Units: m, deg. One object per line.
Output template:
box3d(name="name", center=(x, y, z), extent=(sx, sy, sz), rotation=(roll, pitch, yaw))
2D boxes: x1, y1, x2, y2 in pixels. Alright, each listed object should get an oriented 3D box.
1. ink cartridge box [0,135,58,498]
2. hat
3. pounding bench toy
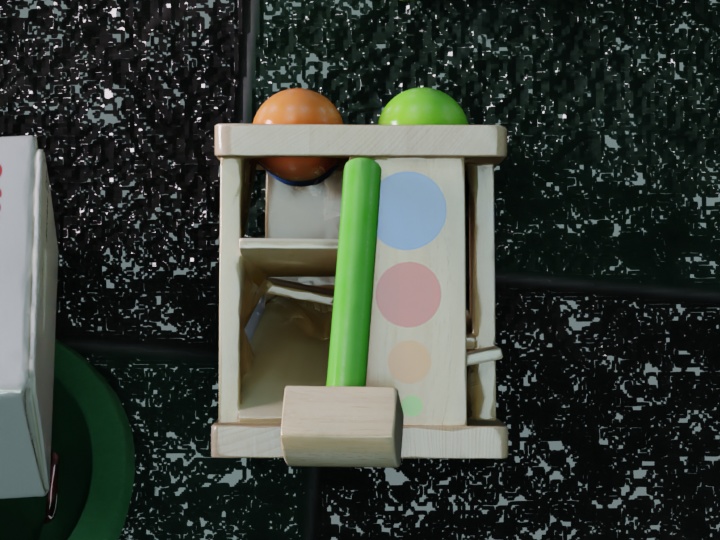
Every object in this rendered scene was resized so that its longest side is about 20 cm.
box3d(name="ink cartridge box", center=(-0.232, 0.024, 1.092), extent=(0.199, 0.083, 0.147), rotation=(-3, 51, 0))
box3d(name="hat", center=(-0.177, 0.152, 1.155), extent=(0.165, 0.176, 0.201), rotation=(0, 51, 2))
box3d(name="pounding bench toy", center=(0.000, 0.000, 1.067), extent=(0.124, 0.200, 0.157), rotation=(0, 90, 0))
